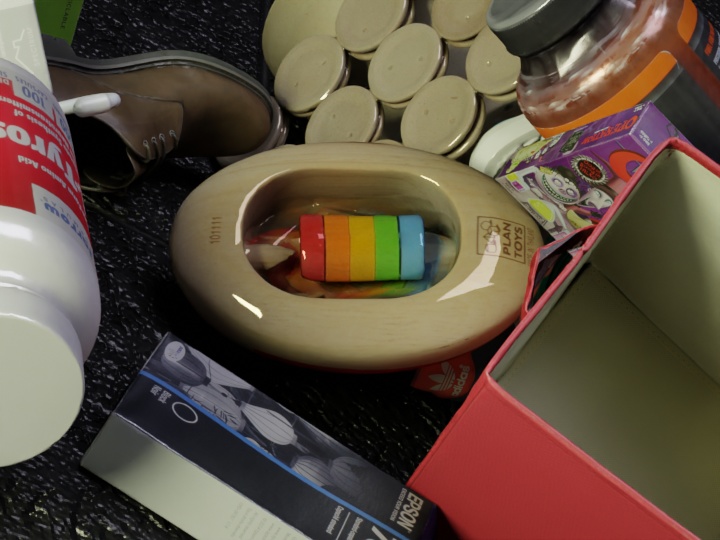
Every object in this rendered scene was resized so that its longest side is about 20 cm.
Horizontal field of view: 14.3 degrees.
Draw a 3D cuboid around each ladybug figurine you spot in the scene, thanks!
[{"bbox_3d":[0.000,0.000,1.499,0.199,0.072,0.136,4,55,-1],"label":"ladybug figurine"}]

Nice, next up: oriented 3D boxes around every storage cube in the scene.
[{"bbox_3d":[0.147,0.077,1.397,0.200,0.180,0.171,37,62,5],"label":"storage cube"}]

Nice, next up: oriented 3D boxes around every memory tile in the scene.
[{"bbox_3d":[0.010,-0.095,1.598,0.017,0.200,0.153,36,15,-44],"label":"memory tile"}]

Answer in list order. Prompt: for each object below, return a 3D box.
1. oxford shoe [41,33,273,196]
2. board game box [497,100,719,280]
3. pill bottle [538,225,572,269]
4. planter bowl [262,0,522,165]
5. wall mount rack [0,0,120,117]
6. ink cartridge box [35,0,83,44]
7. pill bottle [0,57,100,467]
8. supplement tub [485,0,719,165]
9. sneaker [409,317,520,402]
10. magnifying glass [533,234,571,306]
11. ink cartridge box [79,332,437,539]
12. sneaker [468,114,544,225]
[{"bbox_3d":[-0.125,-0.073,1.552,0.200,0.073,0.085,0,50,-38],"label":"oxford shoe"},{"bbox_3d":[0.173,0.001,1.469,0.200,0.120,0.032,44,58,-16],"label":"board game box"},{"bbox_3d":[0.139,-0.017,1.710,0.112,0.112,0.200,44,28,20],"label":"pill bottle"},{"bbox_3d":[0.058,-0.122,1.720,0.200,0.200,0.135,2,52,-49],"label":"planter bowl"},{"bbox_3d":[-0.217,-0.122,1.422,0.173,0.201,0.075,-14,7,-14],"label":"wall mount rack"},{"bbox_3d":[-0.197,-0.188,1.547,0.200,0.148,0.076,6,15,-44],"label":"ink cartridge box"},{"bbox_3d":[-0.178,-0.005,1.307,0.112,0.112,0.200,21,28,-26],"label":"pill bottle"},{"bbox_3d":[0.154,-0.082,1.502,0.200,0.107,0.107,47,20,-21],"label":"supplement tub"},{"bbox_3d":[0.028,0.001,1.597,0.084,0.075,0.200,3,31,-28],"label":"sneaker"},{"bbox_3d":[0.119,0.060,1.535,0.022,0.080,0.200,22,59,-37],"label":"magnifying glass"},{"bbox_3d":[-0.030,0.113,1.365,0.200,0.039,0.099,34,24,-3],"label":"ink cartridge box"},{"bbox_3d":[0.125,-0.078,1.621,0.200,0.074,0.082,-11,34,-39],"label":"sneaker"}]
